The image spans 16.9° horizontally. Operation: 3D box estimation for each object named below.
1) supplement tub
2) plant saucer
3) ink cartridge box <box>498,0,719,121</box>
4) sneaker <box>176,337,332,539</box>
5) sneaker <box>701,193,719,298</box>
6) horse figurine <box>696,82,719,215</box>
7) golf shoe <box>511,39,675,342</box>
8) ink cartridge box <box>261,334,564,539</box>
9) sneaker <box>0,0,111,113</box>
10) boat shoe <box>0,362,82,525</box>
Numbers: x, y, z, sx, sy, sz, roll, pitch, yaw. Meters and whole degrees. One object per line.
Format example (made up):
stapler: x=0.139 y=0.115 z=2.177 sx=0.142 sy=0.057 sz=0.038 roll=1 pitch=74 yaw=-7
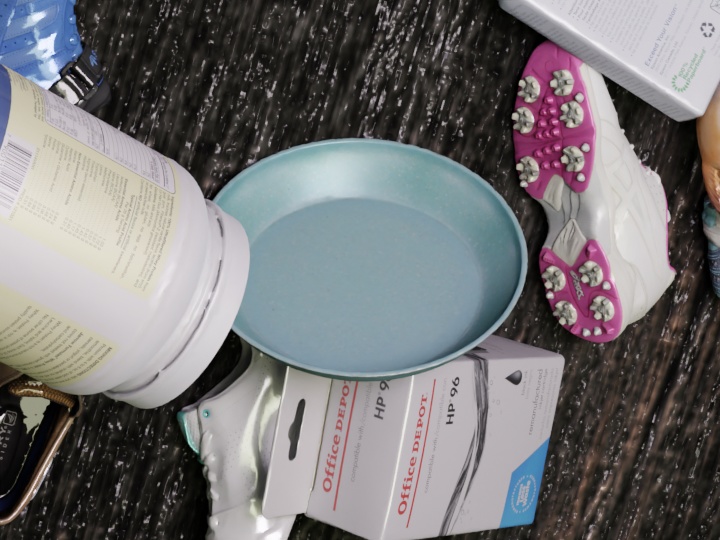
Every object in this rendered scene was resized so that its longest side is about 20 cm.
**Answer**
supplement tub: x=-0.175 y=-0.019 z=1.328 sx=0.200 sy=0.145 sz=0.145 roll=30 pitch=90 yaw=-31
plant saucer: x=0.000 y=0.000 z=1.460 sx=0.199 sy=0.200 sz=0.036 roll=-17 pitch=140 yaw=-18
ink cartridge box: x=0.170 y=-0.227 z=1.515 sx=0.200 sy=0.041 sz=0.200 roll=33 pitch=75 yaw=-15
sneaker: x=-0.078 y=0.118 z=1.512 sx=0.088 sy=0.075 sz=0.201 roll=19 pitch=89 yaw=-13
sneaker: x=0.323 y=-0.022 z=1.647 sx=0.199 sy=0.078 sz=0.087 roll=-6 pitch=115 yaw=-14
horse figurine: x=0.266 y=-0.109 z=1.561 sx=0.132 sy=0.050 sz=0.201 roll=16 pitch=83 yaw=-3
golf shoe: x=0.154 y=-0.058 z=1.569 sx=0.091 sy=0.075 sz=0.201 roll=-23 pitch=110 yaw=-38
ink cartridge box: x=0.035 y=0.103 z=1.504 sx=0.200 sy=0.068 sz=0.116 roll=-1 pitch=103 yaw=-50
sneaker: x=-0.178 y=-0.150 z=1.393 sx=0.111 sy=0.077 sz=0.200 roll=35 pitch=91 yaw=-20
boat shoe: x=-0.190 y=0.058 z=1.439 sx=0.072 sy=0.072 sz=0.201 roll=11 pitch=98 yaw=-24
